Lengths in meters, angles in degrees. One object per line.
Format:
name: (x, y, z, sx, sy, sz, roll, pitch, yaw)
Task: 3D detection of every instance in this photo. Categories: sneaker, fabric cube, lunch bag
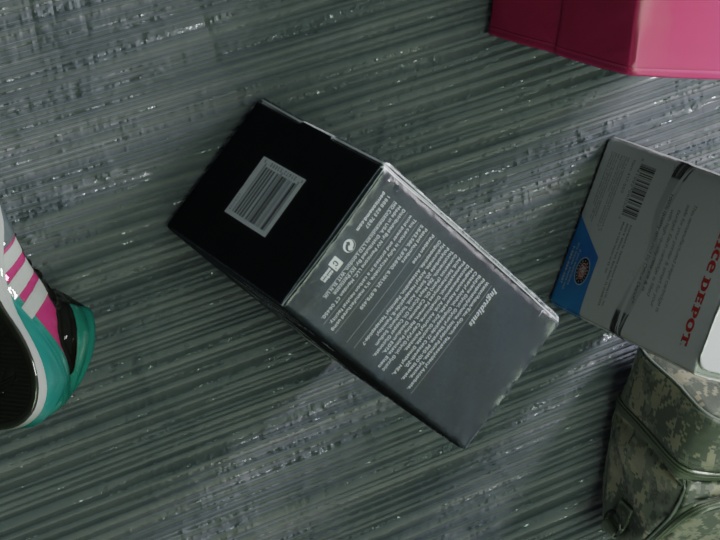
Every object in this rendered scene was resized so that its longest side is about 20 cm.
sneaker: (-0.240, 0.013, 1.394, 0.083, 0.121, 0.201, -20, 80, 12)
fabric cube: (0.234, -0.255, 1.516, 0.195, 0.200, 0.200, -1, 105, -29)
lunch bag: (0.310, 0.161, 1.737, 0.199, 0.139, 0.168, 3, 120, -31)

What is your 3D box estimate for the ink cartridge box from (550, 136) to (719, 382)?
ink cartridge box: (0.255, -0.007, 1.605, 0.086, 0.200, 0.147, 16, 97, -33)

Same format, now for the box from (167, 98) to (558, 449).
box: (0.000, 0.000, 1.458, 0.196, 0.200, 0.124, 38, 86, -33)
